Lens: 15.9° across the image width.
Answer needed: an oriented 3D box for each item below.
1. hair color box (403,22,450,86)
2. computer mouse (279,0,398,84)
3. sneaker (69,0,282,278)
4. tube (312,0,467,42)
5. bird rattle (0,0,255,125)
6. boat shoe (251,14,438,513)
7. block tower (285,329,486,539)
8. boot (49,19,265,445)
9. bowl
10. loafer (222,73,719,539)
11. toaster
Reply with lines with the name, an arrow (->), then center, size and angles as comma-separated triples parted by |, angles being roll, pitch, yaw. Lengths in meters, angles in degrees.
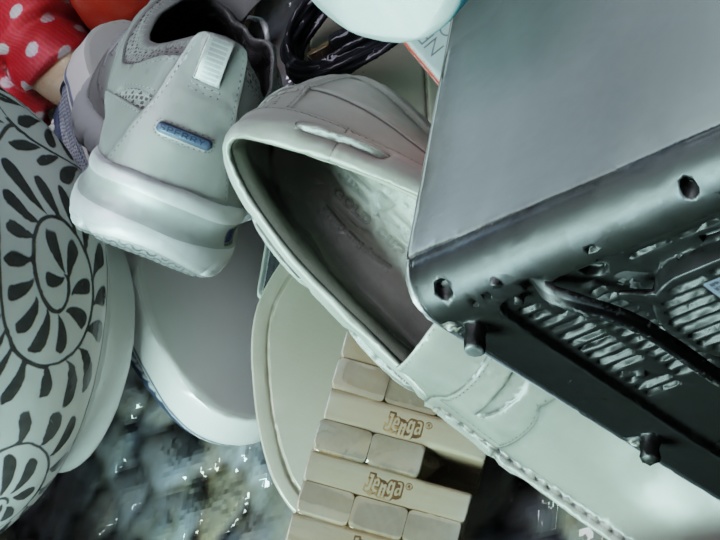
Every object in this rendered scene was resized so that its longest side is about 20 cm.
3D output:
hair color box -> 0.102, -0.116, 0.760 | 0.200, 0.111, 0.064 | -39, 37, 6
computer mouse -> 0.063, -0.108, 0.866 | 0.199, 0.034, 0.059 | -22, 62, 18
sneaker -> -0.050, -0.061, 0.871 | 0.200, 0.074, 0.082 | -108, 42, -72
tube -> 0.048, -0.130, 0.674 | 0.077, 0.051, 0.200 | -2, 33, 35
bird rattle -> -0.115, -0.125, 1.064 | 0.162, 0.113, 0.201 | 14, 80, 35
boat shoe -> 0.000, 0.000, 0.898 | 0.063, 0.072, 0.201 | 97, 176, -67
block tower -> 0.010, 0.069, 0.811 | 0.058, 0.054, 0.201 | 95, -170, -72
boot -> -0.077, 0.005, 0.971 | 0.091, 0.072, 0.201 | -60, 35, 38
bowl -> -0.139, 0.022, 0.902 | 0.200, 0.094, 0.202 | -30, 54, 52
loafer -> 0.038, 0.020, 0.751 | 0.200, 0.070, 0.070 | 41, 118, 17
toaster -> 0.137, -0.027, 0.640 | 0.199, 0.180, 0.119 | -24, 49, 39
